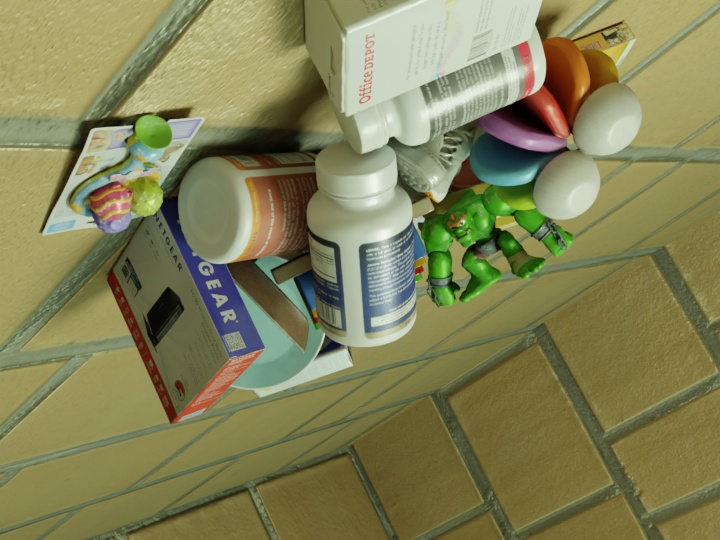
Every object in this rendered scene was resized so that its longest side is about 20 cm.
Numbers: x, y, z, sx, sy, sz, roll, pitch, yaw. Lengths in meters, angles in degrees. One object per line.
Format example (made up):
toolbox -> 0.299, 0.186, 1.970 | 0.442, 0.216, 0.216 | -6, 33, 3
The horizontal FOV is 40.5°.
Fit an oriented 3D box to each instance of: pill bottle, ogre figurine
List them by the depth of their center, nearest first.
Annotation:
pill bottle -> 0.073, -0.191, 0.968 | 0.199, 0.111, 0.111 | -25, 165, -9
pill bottle -> 0.002, -0.029, 1.024 | 0.111, 0.111, 0.201 | -20, 126, -24
pill bottle -> -0.091, -0.073, 1.073 | 0.200, 0.112, 0.112 | -10, 157, -47
ogre figurine -> 0.153, -0.037, 1.230 | 0.098, 0.120, 0.200 | -38, -171, -39

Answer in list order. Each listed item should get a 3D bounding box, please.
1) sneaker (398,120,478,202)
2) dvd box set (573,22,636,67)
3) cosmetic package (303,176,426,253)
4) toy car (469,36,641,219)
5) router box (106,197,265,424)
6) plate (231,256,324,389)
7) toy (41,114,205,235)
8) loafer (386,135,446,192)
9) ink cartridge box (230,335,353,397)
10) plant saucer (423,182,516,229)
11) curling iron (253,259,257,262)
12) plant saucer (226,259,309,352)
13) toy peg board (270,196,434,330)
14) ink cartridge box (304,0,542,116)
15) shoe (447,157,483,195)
sneaker -> 0.101, -0.151, 1.180 | 0.092, 0.076, 0.200 | -53, -178, 24
dvd box set -> 0.243, -0.238, 1.258 | 0.199, 0.029, 0.146 | -23, 164, -16
cosmetic package -> 0.027, -0.087, 1.346 | 0.200, 0.052, 0.151 | -13, 161, -42
toy car -> 0.196, -0.166, 1.090 | 0.150, 0.175, 0.200 | 12, 115, -41
router box -> -0.204, 0.046, 1.106 | 0.049, 0.200, 0.180 | -14, 159, -39
plate -> -0.147, 0.069, 1.350 | 0.200, 0.201, 0.026 | -28, -164, 2
toy -> -0.229, -0.076, 0.951 | 0.115, 0.047, 0.200 | -14, 159, -36
loafer -> 0.058, -0.139, 1.061 | 0.070, 0.070, 0.200 | -38, -154, 3
ink cartridge box -> -0.117, 0.109, 1.471 | 0.199, 0.047, 0.198 | -20, -151, 5
plant saucer -> 0.189, -0.087, 1.348 | 0.199, 0.049, 0.200 | -18, 174, 12
curling iron -> -0.207, 0.007, 1.289 | 0.200, 0.026, 0.050 | -28, -158, 15
plant saucer -> -0.127, 0.017, 1.171 | 0.034, 0.200, 0.200 | -43, 166, -6
toy peg board -> 0.000, 0.000, 1.199 | 0.199, 0.098, 0.199 | -26, -177, -5
ink cartridge box -> 0.055, -0.234, 0.846 | 0.199, 0.088, 0.145 | -26, 164, -10
shoe -> 0.189, -0.153, 1.318 | 0.200, 0.072, 0.091 | -23, -169, -34
